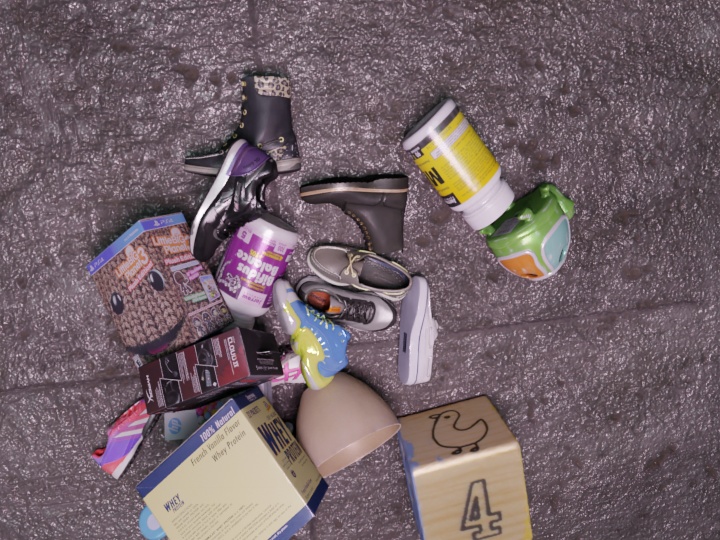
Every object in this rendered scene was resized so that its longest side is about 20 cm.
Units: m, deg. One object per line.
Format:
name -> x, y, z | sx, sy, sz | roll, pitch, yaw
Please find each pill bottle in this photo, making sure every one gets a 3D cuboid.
pill bottle -> 0.171, -0.179, 0.960 | 0.114, 0.114, 0.201 | -40, 102, 4
pill bottle -> -0.191, 0.006, 0.965 | 0.109, 0.112, 0.206 | 23, 99, -10

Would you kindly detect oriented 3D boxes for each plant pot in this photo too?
plant pot -> -0.041, 0.269, 1.011 | 0.196, 0.201, 0.137 | -31, 67, 2

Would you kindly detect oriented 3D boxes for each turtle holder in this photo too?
turtle holder -> 0.307, -0.070, 0.997 | 0.139, 0.187, 0.133 | -29, 105, 34

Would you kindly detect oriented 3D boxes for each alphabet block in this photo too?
alphabet block -> 0.185, 0.383, 1.039 | 0.192, 0.196, 0.204 | -13, 105, -3

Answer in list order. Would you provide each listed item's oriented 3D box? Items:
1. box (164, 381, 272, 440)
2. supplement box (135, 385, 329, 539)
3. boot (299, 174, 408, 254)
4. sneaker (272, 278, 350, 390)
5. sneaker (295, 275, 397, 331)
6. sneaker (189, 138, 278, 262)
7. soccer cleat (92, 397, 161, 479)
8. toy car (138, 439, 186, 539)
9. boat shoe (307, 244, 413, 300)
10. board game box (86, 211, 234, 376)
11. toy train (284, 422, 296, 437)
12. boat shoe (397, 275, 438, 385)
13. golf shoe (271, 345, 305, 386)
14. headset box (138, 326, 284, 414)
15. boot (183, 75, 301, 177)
box -> -0.252, 0.208, 0.984 | 0.192, 0.041, 0.162 | -8, 78, 14
supplement box -> -0.187, 0.329, 0.849 | 0.199, 0.134, 0.201 | -40, 83, 2
boot -> -0.009, -0.091, 0.985 | 0.192, 0.078, 0.144 | -3, 107, -4
sneaker -> -0.079, 0.096, 0.961 | 0.102, 0.075, 0.206 | -24, 107, -18
sneaker -> -0.025, 0.070, 1.012 | 0.193, 0.079, 0.077 | 16, 98, -10
sneaker -> -0.197, -0.095, 0.876 | 0.086, 0.076, 0.205 | 28, 98, 7
soccer cleat -> -0.421, 0.287, 1.027 | 0.072, 0.068, 0.203 | 32, 99, -6
toy car -> -0.304, 0.362, 1.025 | 0.170, 0.185, 0.208 | -6, 74, -3
boat shoe -> 0.001, -0.003, 0.996 | 0.195, 0.060, 0.075 | 19, 75, -7
board game box -> -0.328, 0.038, 0.915 | 0.157, 0.096, 0.205 | -29, 88, 28
toy train -> -0.160, 0.364, 1.004 | 0.111, 0.202, 0.087 | -24, 117, 12
boat shoe -> 0.112, 0.112, 1.045 | 0.063, 0.073, 0.208 | 1, 105, -21
golf shoe -> -0.115, 0.179, 1.028 | 0.195, 0.073, 0.094 | -29, 103, 1
headset box -> -0.222, 0.157, 0.887 | 0.194, 0.149, 0.080 | -20, 77, 8
boot -> -0.201, -0.239, 0.938 | 0.195, 0.074, 0.160 | -3, 98, -4
